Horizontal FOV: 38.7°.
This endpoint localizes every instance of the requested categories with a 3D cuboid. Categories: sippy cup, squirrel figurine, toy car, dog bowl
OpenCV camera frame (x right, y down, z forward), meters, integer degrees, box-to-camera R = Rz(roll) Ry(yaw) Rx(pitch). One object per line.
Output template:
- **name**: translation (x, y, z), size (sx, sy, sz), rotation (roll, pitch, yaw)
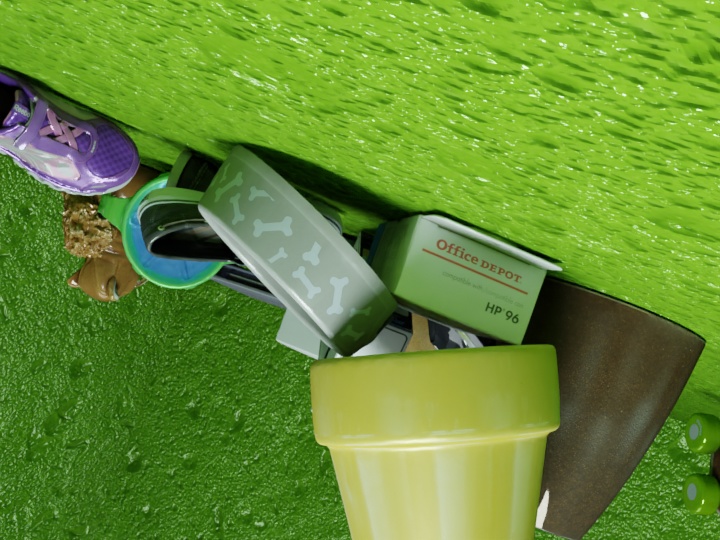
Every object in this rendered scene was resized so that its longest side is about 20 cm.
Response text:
- **sippy cup**: translation (-0.227, -0.058, 1.274), size (0.179, 0.139, 0.130), rotation (54, 178, -15)
- **squirrel figurine**: translation (-0.343, -0.058, 1.374), size (0.140, 0.190, 0.200), rotation (19, 176, 25)
- **toy car**: translation (0.552, 0.262, 1.356), size (0.161, 0.161, 0.200), rotation (9, 167, -14)
- **dog bowl**: translation (-0.054, -0.010, 0.840), size (0.200, 0.059, 0.200), rotation (45, 173, 7)

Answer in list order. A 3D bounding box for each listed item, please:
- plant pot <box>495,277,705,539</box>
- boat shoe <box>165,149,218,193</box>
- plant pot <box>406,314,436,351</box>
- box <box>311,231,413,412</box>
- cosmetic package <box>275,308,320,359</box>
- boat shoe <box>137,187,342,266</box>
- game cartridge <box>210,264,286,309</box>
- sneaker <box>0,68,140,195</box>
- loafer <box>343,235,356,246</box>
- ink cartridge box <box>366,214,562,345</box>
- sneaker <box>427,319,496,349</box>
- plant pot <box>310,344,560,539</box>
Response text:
- **plant pot**: translation (0.188, 0.129, 0.924), size (0.184, 0.203, 0.187), rotation (21, 176, 1)
- **boat shoe**: translation (-0.147, -0.064, 1.058), size (0.066, 0.073, 0.200), rotation (18, 171, 5)
- **plant pot**: translation (0.122, 0.091, 1.123), size (0.199, 0.188, 0.186), rotation (36, 173, -15)
- **box**: translation (0.003, 0.056, 1.026), size (0.059, 0.118, 0.201), rotation (21, -159, -7)
- **cosmetic package**: translation (-0.010, 0.097, 1.237), size (0.082, 0.051, 0.198), rotation (29, 171, -41)
- **boat shoe**: translation (-0.110, -0.032, 0.958), size (0.196, 0.069, 0.057), rotation (4, -133, -19)
- **game cartridge**: translation (-0.106, 0.029, 1.354), size (0.197, 0.039, 0.129), rotation (16, 176, 36)
- **sneaker**: translation (-0.294, -0.131, 0.934), size (0.197, 0.082, 0.088), rotation (24, 168, -21)
- **loafer**: translation (0.000, 0.000, 1.222), size (0.198, 0.064, 0.071), rotation (19, 176, 38)
- **ink cartridge box**: translation (0.075, 0.008, 0.848), size (0.114, 0.069, 0.200), rotation (21, 176, -9)
- **sneaker**: translation (0.115, 0.069, 1.021), size (0.082, 0.071, 0.202), rotation (-6, 117, 54)
- **plant pot**: translation (0.063, 0.160, 0.805), size (0.196, 0.193, 0.201), rotation (-4, 173, 0)
